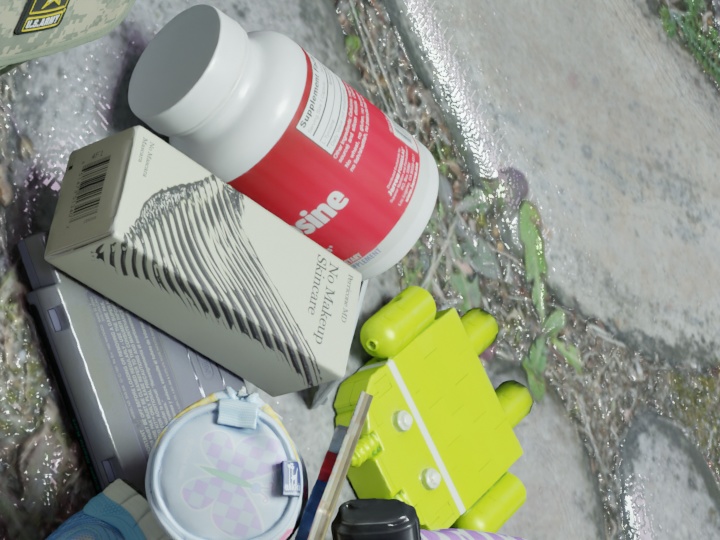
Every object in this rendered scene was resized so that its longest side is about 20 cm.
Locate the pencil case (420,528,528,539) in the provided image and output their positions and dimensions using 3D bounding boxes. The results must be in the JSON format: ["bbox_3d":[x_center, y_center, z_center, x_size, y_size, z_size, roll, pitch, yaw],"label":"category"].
[{"bbox_3d":[0.081,0.221,1.465,0.200,0.085,0.084,18,71,-45],"label":"pencil case"}]

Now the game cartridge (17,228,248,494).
[{"bbox_3d":[-0.132,0.059,1.324,0.129,0.038,0.201,-22,94,-45],"label":"game cartridge"}]

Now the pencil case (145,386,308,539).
[{"bbox_3d":[-0.072,0.118,1.208,0.200,0.083,0.091,89,-3,-81],"label":"pencil case"}]

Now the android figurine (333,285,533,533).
[{"bbox_3d":[0.051,0.107,1.507,0.200,0.041,0.183,-35,104,-50],"label":"android figurine"}]

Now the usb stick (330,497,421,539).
[{"bbox_3d":[0.018,0.229,1.361,0.033,0.055,0.201,-88,172,-59],"label":"usb stick"}]

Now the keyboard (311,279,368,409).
[{"bbox_3d":[0.000,0.000,1.475,0.011,0.056,0.201,19,58,-5],"label":"keyboard"}]

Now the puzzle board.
[{"bbox_3d":[-0.033,0.170,1.280,0.200,0.017,0.151,-64,173,-73],"label":"puzzle board"}]

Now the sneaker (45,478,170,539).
[{"bbox_3d":[-0.133,0.223,1.251,0.090,0.078,0.201,-27,108,-18],"label":"sneaker"}]

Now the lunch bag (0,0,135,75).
[{"bbox_3d":[-0.216,-0.165,1.178,0.164,0.200,0.118,-22,93,-50],"label":"lunch bag"}]

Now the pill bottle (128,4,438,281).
[{"bbox_3d":[-0.051,-0.084,1.401,0.200,0.112,0.113,36,53,-35],"label":"pill bottle"}]

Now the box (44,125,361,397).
[{"bbox_3d":[-0.093,-0.002,1.312,0.200,0.068,0.082,32,55,-37],"label":"box"}]
